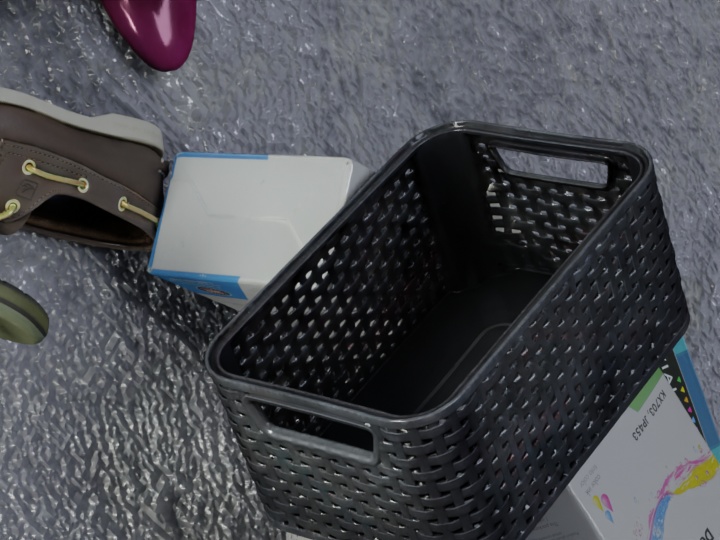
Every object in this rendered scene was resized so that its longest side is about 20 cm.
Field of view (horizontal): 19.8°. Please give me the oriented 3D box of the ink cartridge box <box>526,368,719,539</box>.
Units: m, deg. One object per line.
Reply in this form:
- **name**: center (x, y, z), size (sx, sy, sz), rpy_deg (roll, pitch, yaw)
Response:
- **ink cartridge box**: center (0.145, 0.141, 1.083), size (0.200, 0.067, 0.117), rpy_deg (56, 44, -13)

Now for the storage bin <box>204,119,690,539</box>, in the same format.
- **storage bin**: center (0.043, 0.030, 0.930), size (0.200, 0.135, 0.094), rpy_deg (-46, 131, -35)

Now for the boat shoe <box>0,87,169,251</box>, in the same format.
- **boat shoe**: center (-0.168, -0.046, 0.991), size (0.200, 0.072, 0.060), rpy_deg (7, 69, -53)

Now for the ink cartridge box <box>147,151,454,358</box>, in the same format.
- **ink cartridge box**: center (0.000, 0.000, 1.078), size (0.200, 0.116, 0.068), rpy_deg (26, 73, -52)

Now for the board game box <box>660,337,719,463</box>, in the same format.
- **board game box**: center (0.143, 0.106, 1.266), size (0.200, 0.047, 0.152), rpy_deg (-18, 88, -47)

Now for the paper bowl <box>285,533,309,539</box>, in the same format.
- **paper bowl**: center (0.040, 0.160, 1.098), size (0.200, 0.104, 0.202), rpy_deg (19, 61, -39)

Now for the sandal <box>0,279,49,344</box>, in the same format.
- **sandal**: center (-0.229, 0.021, 0.879), size (0.200, 0.080, 0.058), rpy_deg (5, 88, -38)

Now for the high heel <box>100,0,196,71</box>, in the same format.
- **high heel**: center (-0.104, -0.212, 1.103), size (0.067, 0.096, 0.201), rpy_deg (-7, 79, -46)
